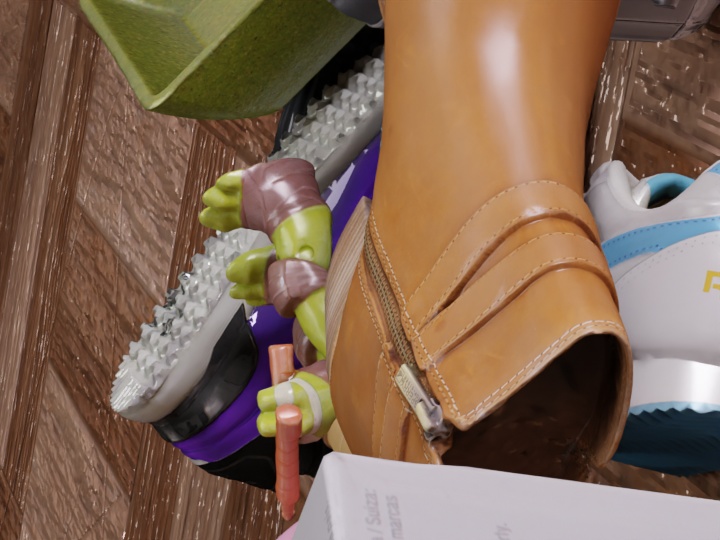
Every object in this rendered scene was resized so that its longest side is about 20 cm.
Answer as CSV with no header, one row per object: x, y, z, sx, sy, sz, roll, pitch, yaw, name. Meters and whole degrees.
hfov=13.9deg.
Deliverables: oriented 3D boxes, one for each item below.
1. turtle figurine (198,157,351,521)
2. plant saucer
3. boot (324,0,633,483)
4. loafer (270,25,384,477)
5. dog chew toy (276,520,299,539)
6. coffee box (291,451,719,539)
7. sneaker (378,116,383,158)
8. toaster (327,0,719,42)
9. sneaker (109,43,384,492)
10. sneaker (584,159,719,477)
-0.003,0.038,1.011,0.162,0.064,0.200,63,-172,32,turtle figurine
-0.015,-0.143,1.178,0.200,0.048,0.200,-45,22,3,plant saucer
0.044,-0.022,0.788,0.155,0.073,0.201,-109,29,-62,boot
-0.015,-0.017,1.209,0.070,0.068,0.201,-154,69,-63,loafer
0.029,0.162,0.892,0.125,0.124,0.200,113,151,-43,dog chew toy
0.071,0.183,0.570,0.200,0.199,0.198,-98,21,-44,coffee box
0.032,-0.072,1.053,0.096,0.079,0.201,157,119,-74,sneaker
0.053,-0.156,0.921,0.200,0.129,0.114,-100,24,-45,toaster
0.000,0.000,1.139,0.200,0.099,0.070,-51,17,-1,sneaker
0.079,0.014,0.873,0.200,0.076,0.081,-8,68,67,sneaker
